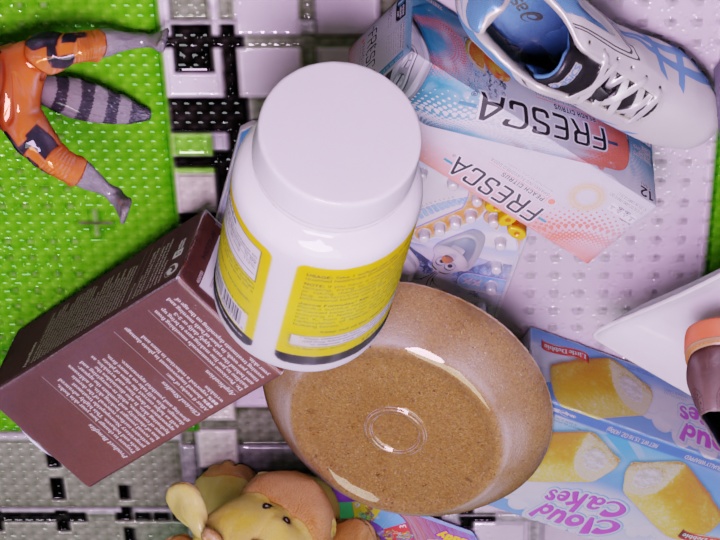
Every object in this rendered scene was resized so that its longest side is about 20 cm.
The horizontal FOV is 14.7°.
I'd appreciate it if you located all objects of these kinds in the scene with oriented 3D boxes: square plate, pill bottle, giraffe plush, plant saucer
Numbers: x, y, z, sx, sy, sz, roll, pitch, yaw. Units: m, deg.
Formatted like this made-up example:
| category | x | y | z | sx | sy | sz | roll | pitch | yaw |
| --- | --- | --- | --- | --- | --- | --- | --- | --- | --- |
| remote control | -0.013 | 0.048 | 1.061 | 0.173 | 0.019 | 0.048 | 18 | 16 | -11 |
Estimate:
| category | x | y | z | sx | sy | sz | roll | pitch | yaw |
| --- | --- | --- | --- | --- | --- | --- | --- | --- | --- |
| square plate | 0.286 | 0.041 | 1.792 | 0.199 | 0.029 | 0.198 | 29 | 143 | -29 |
| pill bottle | -0.024 | -0.031 | 1.655 | 0.114 | 0.115 | 0.200 | 7 | 152 | -5 |
| giraffe plush | -0.070 | 0.197 | 1.869 | 0.172 | 0.201 | 0.162 | 10 | 148 | 6 |
| plant saucer | 0.026 | 0.096 | 1.835 | 0.199 | 0.036 | 0.201 | 9 | 130 | 11 |

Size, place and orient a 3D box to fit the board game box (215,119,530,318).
| category | x | y | z | sx | sy | sz | roll | pitch | yaw |
| --- | --- | --- | --- | --- | --- | --- | --- | --- | --- |
| board game box | 0.000 | 0.000 | 1.817 | 0.199 | 0.026 | 0.201 | 10 | 134 | -8 |

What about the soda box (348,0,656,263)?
| category | x | y | z | sx | sy | sz | roll | pitch | yaw |
| --- | --- | --- | --- | --- | --- | --- | --- | --- | --- |
| soda box | 0.087 | -0.087 | 1.704 | 0.199 | 0.064 | 0.068 | 30 | 128 | -25 |

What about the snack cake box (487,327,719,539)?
| category | x | y | z | sx | sy | sz | roll | pitch | yaw |
| --- | --- | --- | --- | --- | --- | --- | --- | --- | --- |
| snack cake box | 0.178 | 0.127 | 1.906 | 0.199 | 0.067 | 0.115 | 19 | 131 | -16 |

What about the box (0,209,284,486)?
| category | x | y | z | sx | sy | sz | roll | pitch | yaw |
| --- | --- | --- | --- | --- | --- | --- | --- | --- | --- |
| box | -0.140 | 0.054 | 1.817 | 0.200 | 0.075 | 0.100 | -31 | 116 | 35 |

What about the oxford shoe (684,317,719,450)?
| category | x | y | z | sx | sy | sz | roll | pitch | yaw |
| --- | --- | --- | --- | --- | --- | --- | --- | --- | --- |
| oxford shoe | 0.264 | 0.110 | 1.809 | 0.071 | 0.073 | 0.200 | -16 | 141 | 33 |

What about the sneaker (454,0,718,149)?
| category | x | y | z | sx | sy | sz | roll | pitch | yaw |
| --- | --- | --- | --- | --- | --- | --- | --- | --- | --- |
| sneaker | 0.135 | -0.121 | 1.663 | 0.199 | 0.073 | 0.072 | 30 | 127 | -26 |

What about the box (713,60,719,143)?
| category | x | y | z | sx | sy | sz | roll | pitch | yaw |
| --- | --- | --- | --- | --- | --- | --- | --- | --- | --- |
| box | 0.285 | -0.080 | 1.607 | 0.114 | 0.201 | 0.132 | 18 | 132 | -16 |

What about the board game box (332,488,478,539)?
| category | x | y | z | sx | sy | sz | roll | pitch | yaw |
| --- | --- | --- | --- | --- | --- | --- | --- | --- | --- |
| board game box | -0.006 | 0.231 | 2.031 | 0.199 | 0.039 | 0.158 | 20 | 132 | -18 |

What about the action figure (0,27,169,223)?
| category | x | y | z | sx | sy | sz | roll | pitch | yaw |
| --- | --- | --- | --- | --- | --- | --- | --- | --- | --- |
| action figure | -0.228 | -0.084 | 1.693 | 0.192 | 0.105 | 0.201 | 13 | 109 | -4 |
